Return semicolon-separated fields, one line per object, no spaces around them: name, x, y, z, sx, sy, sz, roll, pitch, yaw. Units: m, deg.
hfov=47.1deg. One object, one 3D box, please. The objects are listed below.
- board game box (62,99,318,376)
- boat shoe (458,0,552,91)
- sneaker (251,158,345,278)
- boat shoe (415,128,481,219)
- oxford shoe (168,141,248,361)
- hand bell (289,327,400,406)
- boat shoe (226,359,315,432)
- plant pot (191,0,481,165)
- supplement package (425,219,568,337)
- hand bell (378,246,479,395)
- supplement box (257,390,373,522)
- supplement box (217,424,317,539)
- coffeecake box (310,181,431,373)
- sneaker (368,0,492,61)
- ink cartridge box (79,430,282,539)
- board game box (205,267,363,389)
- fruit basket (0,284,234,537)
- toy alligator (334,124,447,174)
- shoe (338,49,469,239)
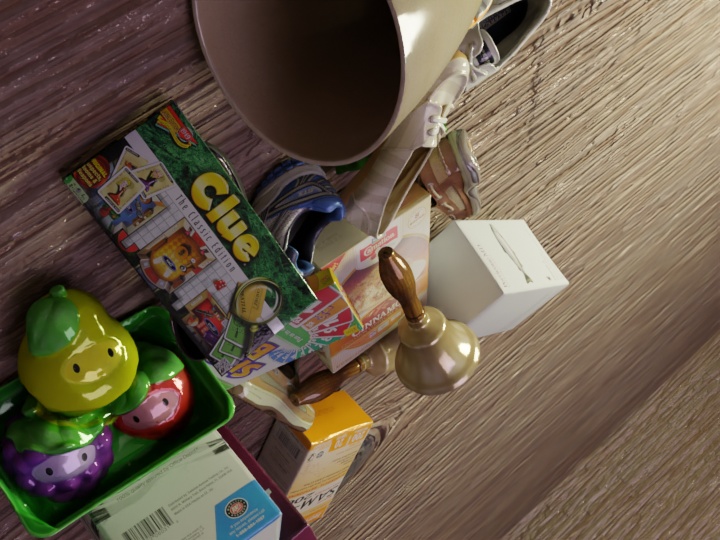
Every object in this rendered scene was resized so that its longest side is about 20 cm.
board game box;-0.130;-0.023;0.659;0.105;0.023;0.200;-40;110;-12
boat shoe;0.108;-0.214;0.810;0.200;0.066;0.072;-39;124;-17
sneaker;-0.093;-0.014;0.785;0.200;0.085;0.077;-50;151;5
boat shoe;0.095;-0.102;0.947;0.072;0.076;0.200;-20;162;3
oxford shoe;-0.132;-0.010;0.704;0.072;0.084;0.201;1;118;1
hand bell;-0.008;0.120;1.018;0.200;0.104;0.104;-26;145;-43
boat shoe;-0.095;0.137;0.987;0.076;0.072;0.200;-60;154;-10
plant pot;0.011;-0.205;0.624;0.200;0.187;0.188;-40;152;-40
supplement package;0.166;0.011;1.098;0.117;0.117;0.200;-43;159;31
hand bell;0.058;0.044;0.911;0.104;0.104;0.200;-42;138;-11
supplement box;-0.080;0.275;1.159;0.126;0.074;0.200;-10;133;-47
supplement box;-0.158;0.270;0.920;0.131;0.200;0.103;-39;150;-18
coffeecake box;0.000;0.000;0.937;0.153;0.073;0.200;-34;147;-22
sneaker;0.039;-0.206;0.754;0.200;0.078;0.077;-37;162;-11
ink cartridge box;-0.195;0.225;0.818;0.146;0.200;0.084;-30;148;-29
board game box;-0.104;0.070;0.852;0.199;0.030;0.096;-22;143;5
fruit basket;-0.227;0.110;0.712;0.215;0.156;0.216;-36;166;-11
toy alligator;0.062;-0.149;0.859;0.200;0.054;0.059;-37;149;-19
shoe;0.047;-0.114;0.774;0.070;0.053;0.200;-15;147;-53
